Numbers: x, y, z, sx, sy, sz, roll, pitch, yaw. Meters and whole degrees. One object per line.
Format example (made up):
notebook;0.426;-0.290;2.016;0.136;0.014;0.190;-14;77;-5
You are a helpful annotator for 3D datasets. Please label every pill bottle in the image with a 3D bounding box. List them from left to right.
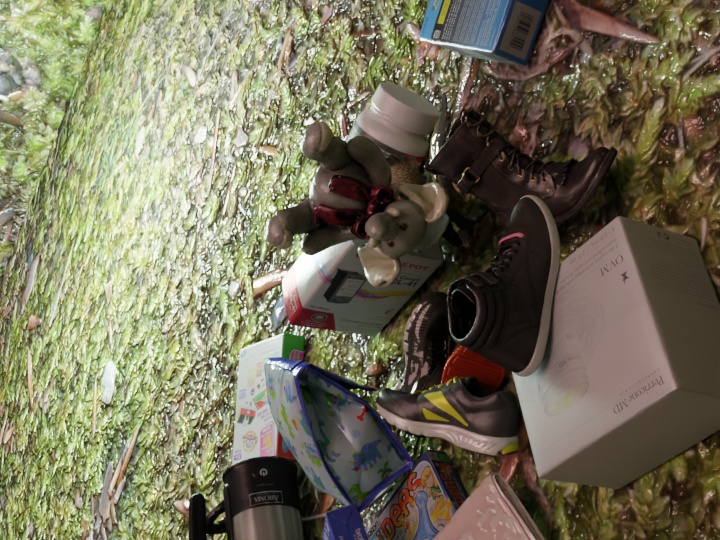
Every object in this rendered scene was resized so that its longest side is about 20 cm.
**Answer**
pill bottle;0.029;-0.160;1.626;0.200;0.114;0.114;-63;34;21

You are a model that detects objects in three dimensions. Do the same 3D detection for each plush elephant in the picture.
plush elephant;0.010;-0.069;1.370;0.155;0.200;0.165;35;107;28

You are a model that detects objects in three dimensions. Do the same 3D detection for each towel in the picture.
towel;0.145;0.364;1.282;0.200;0.032;0.191;-55;50;30

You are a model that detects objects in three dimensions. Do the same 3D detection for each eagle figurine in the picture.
eagle figurine;0.098;-0.106;1.466;0.200;0.152;0.151;57;171;12

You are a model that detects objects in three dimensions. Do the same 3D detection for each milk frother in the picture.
milk frother;-0.163;0.414;1.720;0.200;0.180;0.188;72;-173;-56

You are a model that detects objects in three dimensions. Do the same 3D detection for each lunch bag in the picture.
lunch bag;-0.044;0.198;1.496;0.127;0.200;0.170;-40;12;-17

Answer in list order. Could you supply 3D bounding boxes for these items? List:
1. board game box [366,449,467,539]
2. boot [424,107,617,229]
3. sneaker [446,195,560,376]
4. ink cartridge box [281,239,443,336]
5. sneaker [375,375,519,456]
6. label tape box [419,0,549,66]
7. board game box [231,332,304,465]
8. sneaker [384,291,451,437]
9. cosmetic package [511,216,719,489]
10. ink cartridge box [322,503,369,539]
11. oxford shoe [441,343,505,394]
board game box;0.071;0.346;1.440;0.200;0.034;0.135;-58;36;27
boot;0.180;-0.125;1.314;0.200;0.174;0.069;-44;4;44
sneaker;0.145;0.002;1.167;0.071;0.099;0.200;-26;51;56
ink cartridge box;0.000;0.000;1.565;0.200;0.148;0.086;-50;40;44
sneaker;0.110;0.164;1.376;0.200;0.074;0.085;13;94;33
label tape box;0.170;-0.363;1.528;0.200;0.066;0.143;30;104;60
board game box;-0.152;0.214;1.839;0.153;0.040;0.200;-22;61;53
sneaker;0.092;0.129;1.465;0.090;0.066;0.200;34;111;54
cosmetic package;0.263;0.089;1.151;0.199;0.123;0.200;-45;44;41
ink cartridge box;-0.017;0.383;1.458;0.200;0.044;0.094;99;154;-58
oxford shoe;0.155;0.089;1.396;0.073;0.071;0.200;-63;-4;-63
